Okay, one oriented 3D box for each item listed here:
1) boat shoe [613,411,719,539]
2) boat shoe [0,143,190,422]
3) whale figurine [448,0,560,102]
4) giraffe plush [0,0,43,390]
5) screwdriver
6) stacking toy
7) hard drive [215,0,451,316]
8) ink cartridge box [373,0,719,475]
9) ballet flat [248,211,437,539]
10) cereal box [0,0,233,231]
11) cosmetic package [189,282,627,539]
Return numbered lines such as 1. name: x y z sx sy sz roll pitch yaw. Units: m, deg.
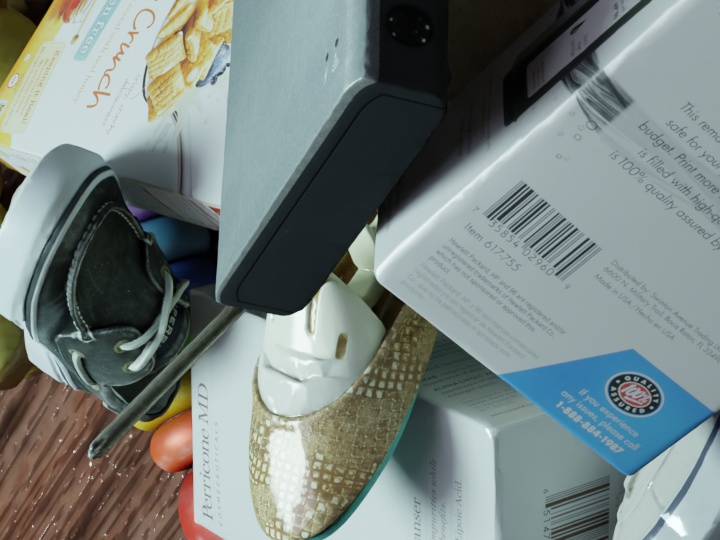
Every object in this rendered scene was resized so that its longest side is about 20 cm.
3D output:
1. boat shoe: 0.124 0.074 0.791 0.070 0.071 0.201 -99 21 -47
2. boat shoe: -0.099 0.009 0.923 0.071 0.072 0.200 29 166 9
3. whale figurine: 0.080 -0.061 0.788 0.158 0.104 0.201 -6 119 21
4. giraffe plush: -0.201 -0.059 1.127 0.163 0.200 0.173 -56 31 2
5. screwdriver: -0.050 0.014 0.884 0.029 0.200 0.028 -15 112 45
6. stacking toy: -0.084 0.039 1.051 0.085 0.085 0.201 -33 79 52
7. hard drive: -0.008 -0.105 0.738 0.140 0.033 0.201 126 150 -55
8. ink cartridge box: 0.112 -0.042 0.689 0.200 0.116 0.068 -41 24 28
9. ballet flat: 0.000 0.000 0.834 0.070 0.065 0.201 6 62 40
10. cereal box: -0.065 -0.093 0.946 0.200 0.039 0.144 14 71 51
11. cosmetic package: 0.017 0.075 0.910 0.200 0.081 0.113 19 115 49
